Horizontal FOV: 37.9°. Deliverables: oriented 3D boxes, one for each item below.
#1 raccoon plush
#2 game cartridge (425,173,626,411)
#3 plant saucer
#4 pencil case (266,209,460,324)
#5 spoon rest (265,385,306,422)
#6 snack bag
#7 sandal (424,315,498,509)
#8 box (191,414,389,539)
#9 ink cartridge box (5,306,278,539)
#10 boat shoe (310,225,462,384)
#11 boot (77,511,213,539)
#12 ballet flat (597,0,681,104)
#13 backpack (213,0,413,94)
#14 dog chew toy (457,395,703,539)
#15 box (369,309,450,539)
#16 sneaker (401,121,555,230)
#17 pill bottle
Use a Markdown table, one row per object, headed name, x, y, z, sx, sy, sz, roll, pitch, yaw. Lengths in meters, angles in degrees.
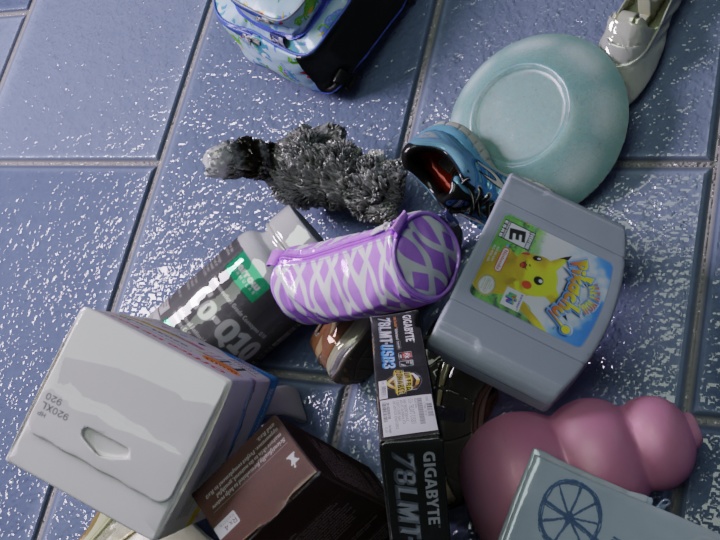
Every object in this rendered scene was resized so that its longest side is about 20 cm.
| name | x | y | z | sx | sy | sz | roll | pitch | yaw |
| --- | --- | --- | --- | --- | --- | --- | --- | --- | --- |
| raccoon plush | -0.046 | -0.085 | 1.081 | 0.199 | 0.097 | 0.134 | -17 | 30 | -34 |
| game cartridge | 0.153 | 0.016 | 0.903 | 0.133 | 0.041 | 0.200 | 27 | 58 | 2 |
| plant saucer | 0.167 | -0.150 | 1.054 | 0.200 | 0.039 | 0.202 | -9 | 73 | 31 |
| pencil case | 0.000 | 0.000 | 0.947 | 0.200 | 0.085 | 0.084 | -17 | 43 | 49 |
| spoon rest | -0.156 | 0.172 | 1.070 | 0.199 | 0.061 | 0.100 | -29 | 59 | 11 |
| snack bag | 0.190 | 0.259 | 0.793 | 0.199 | 0.021 | 0.189 | 21 | 81 | 3 |
| sandal | 0.092 | 0.121 | 0.979 | 0.079 | 0.057 | 0.202 | 13 | 88 | 27 |
| box | -0.047 | 0.207 | 0.912 | 0.100 | 0.200 | 0.075 | -43 | 58 | 1 |
| ink cartridge box | -0.181 | 0.130 | 0.929 | 0.147 | 0.200 | 0.145 | 25 | 88 | 8 |
| boat shoe | 0.021 | 0.019 | 1.050 | 0.200 | 0.076 | 0.072 | -49 | 53 | -4 |
| boot | -0.215 | 0.316 | 1.023 | 0.154 | 0.072 | 0.200 | 37 | 98 | 24 |
| ballet flat | 0.283 | -0.259 | 1.059 | 0.069 | 0.069 | 0.201 | 23 | 78 | 33 |
| backpack | -0.073 | -0.326 | 1.220 | 0.200 | 0.147 | 0.183 | 26 | 77 | 36 |
| dog chew toy | 0.185 | 0.164 | 0.873 | 0.199 | 0.125 | 0.125 | -20 | 59 | 8 |
| box | 0.042 | 0.163 | 0.822 | 0.049 | 0.201 | 0.199 | -6 | 22 | 3 |
| sneaker | 0.115 | -0.063 | 1.008 | 0.200 | 0.090 | 0.079 | 39 | 124 | 22 |
| pill bottle | -0.118 | 0.031 | 1.087 | 0.200 | 0.113 | 0.113 | -41 | 55 | 3 |
